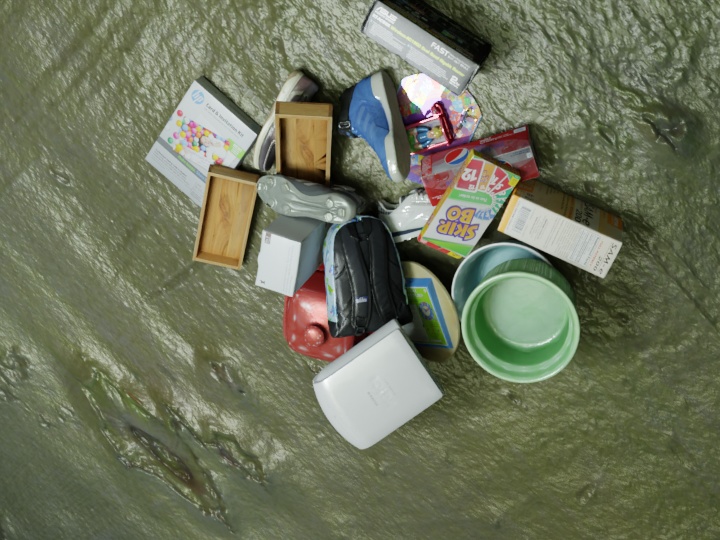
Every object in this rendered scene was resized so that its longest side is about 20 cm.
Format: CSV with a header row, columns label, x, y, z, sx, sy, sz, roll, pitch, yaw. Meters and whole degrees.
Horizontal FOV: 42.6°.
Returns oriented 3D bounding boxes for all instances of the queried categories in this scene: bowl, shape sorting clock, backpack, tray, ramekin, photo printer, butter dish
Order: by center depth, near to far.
label,x,y,z,sx,sy,sz,roll,pitch,yaw
ramekin,0.275,0.078,1.569,0.196,0.098,0.204,6,114,14
photo printer,0.025,0.206,1.625,0.198,0.070,0.168,-34,104,4
tray,-0.101,-0.214,1.652,0.097,0.038,0.202,2,143,-2
bowl,0.269,0.026,1.663,0.197,0.105,0.205,6,115,14
backpack,0.000,0.000,1.675,0.160,0.154,0.204,-12,107,-11
shape sorting clock,0.115,0.076,1.728,0.199,0.039,0.203,36,141,34
butter dish,-0.071,0.098,1.777,0.196,0.148,0.203,12,116,11
tray,-0.261,-0.101,1.787,0.097,0.037,0.203,12,123,-8

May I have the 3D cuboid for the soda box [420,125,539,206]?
label,x,y,z,sx,sy,sz,roll,pitch,yaw
soda box,0.205,-0.179,1.599,0.196,0.064,0.071,-14,130,17

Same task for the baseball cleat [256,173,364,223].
label,x,y,z,sx,sy,sz,roll,pitch,yaw
baseball cleat,-0.088,-0.130,1.669,0.197,0.106,0.071,21,113,20

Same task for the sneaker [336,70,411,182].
label,x,y,z,sx,sy,sz,roll,pitch,yaw
sneaker,0.017,-0.237,1.615,0.110,0.076,0.204,-18,77,26

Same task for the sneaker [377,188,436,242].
label,x,y,z,sx,sy,sz,roll,pitch,yaw
sneaker,0.124,-0.111,1.671,0.197,0.076,0.082,-15,100,21

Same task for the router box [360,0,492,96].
label,x,y,z,sx,sy,sz,roll,pitch,yaw
router box,0.111,-0.378,1.513,0.198,0.150,0.063,33,119,2

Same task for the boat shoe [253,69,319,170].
label,x,y,z,sx,sy,sz,roll,pitch,yaw
boat shoe,-0.136,-0.264,1.686,0.064,0.072,0.202,30,112,8

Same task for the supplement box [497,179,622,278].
label,x,y,z,sx,sy,sz,roll,pitch,yaw
supplement box,0.344,-0.079,1.583,0.197,0.126,0.074,25,116,5

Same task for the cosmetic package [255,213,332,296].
label,x,y,z,sx,sy,sz,roll,pitch,yaw
cosmetic package,-0.115,-0.049,1.696,0.080,0.200,0.115,16,119,11

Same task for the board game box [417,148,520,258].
label,x,y,z,sx,sy,sz,roll,pitch,yaw
board game box,0.183,-0.106,1.591,0.094,0.030,0.201,22,125,-15

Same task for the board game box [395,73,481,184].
label,x,y,z,sx,sy,sz,roll,pitch,yaw
board game box,0.115,-0.244,1.631,0.156,0.039,0.202,27,117,4

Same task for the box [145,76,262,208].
label,x,y,z,sx,sy,sz,roll,pitch,yaw
box,-0.299,-0.240,1.764,0.155,0.041,0.200,40,117,-3
